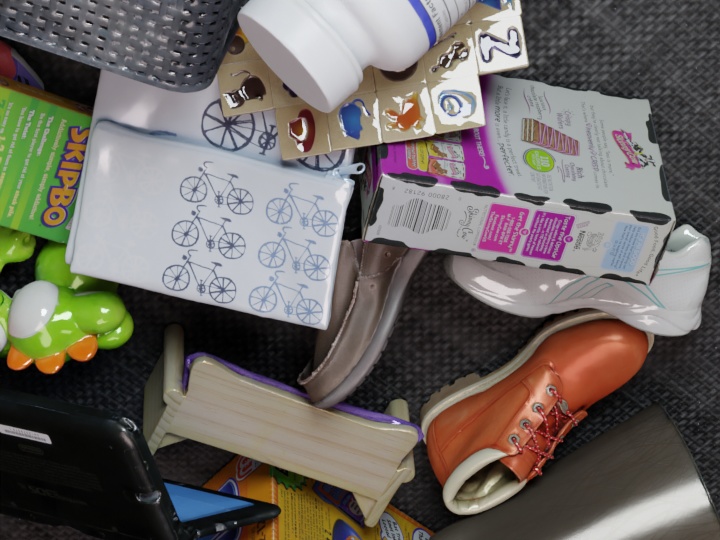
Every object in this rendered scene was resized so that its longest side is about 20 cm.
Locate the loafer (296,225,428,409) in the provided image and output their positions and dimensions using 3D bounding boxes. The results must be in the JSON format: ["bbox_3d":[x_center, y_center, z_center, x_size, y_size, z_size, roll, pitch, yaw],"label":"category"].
[{"bbox_3d":[0.000,0.000,1.520,0.071,0.073,0.201,25,96,-8],"label":"loafer"}]

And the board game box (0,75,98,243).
[{"bbox_3d":[-0.237,-0.078,1.428,0.199,0.030,0.096,19,111,-45],"label":"board game box"}]

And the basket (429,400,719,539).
[{"bbox_3d":[0.163,0.218,1.621,0.199,0.181,0.136,-21,168,-4],"label":"basket"}]

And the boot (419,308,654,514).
[{"bbox_3d":[0.136,0.106,1.600,0.200,0.107,0.075,-34,120,19],"label":"boot"}]

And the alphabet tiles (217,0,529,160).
[{"bbox_3d":[0.003,-0.163,1.386,0.199,0.006,0.168,-9,88,4],"label":"alphabet tiles"}]

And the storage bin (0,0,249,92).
[{"bbox_3d":[-0.163,-0.203,1.310,0.199,0.135,0.094,18,125,1],"label":"storage bin"}]

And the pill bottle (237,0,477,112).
[{"bbox_3d":[0.023,-0.193,1.314,0.200,0.112,0.112,-45,122,-8],"label":"pill bottle"}]

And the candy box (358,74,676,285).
[{"bbox_3d":[0.100,-0.068,1.447,0.199,0.137,0.061,8,130,-9],"label":"candy box"}]

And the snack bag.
[{"bbox_3d":[-0.091,-0.076,1.419,0.187,0.021,0.201,14,101,9],"label":"snack bag"}]

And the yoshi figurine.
[{"bbox_3d":[-0.252,0.017,1.536,0.199,0.112,0.113,0,90,13],"label":"yoshi figurine"}]

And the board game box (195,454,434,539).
[{"bbox_3d":[-0.058,0.289,1.666,0.199,0.200,0.200,35,118,-25],"label":"board game box"}]

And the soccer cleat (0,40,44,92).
[{"bbox_3d":[-0.298,-0.082,1.461,0.073,0.068,0.200,34,116,-30],"label":"soccer cleat"}]

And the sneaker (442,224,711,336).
[{"bbox_3d":[0.156,-0.009,1.544,0.199,0.071,0.081,6,118,-15],"label":"sneaker"}]

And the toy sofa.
[{"bbox_3d":[-0.056,0.104,1.600,0.199,0.083,0.098,19,121,-16],"label":"toy sofa"}]

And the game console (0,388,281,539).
[{"bbox_3d":[-0.183,0.128,1.548,0.199,0.116,0.177,8,131,35],"label":"game console"}]
